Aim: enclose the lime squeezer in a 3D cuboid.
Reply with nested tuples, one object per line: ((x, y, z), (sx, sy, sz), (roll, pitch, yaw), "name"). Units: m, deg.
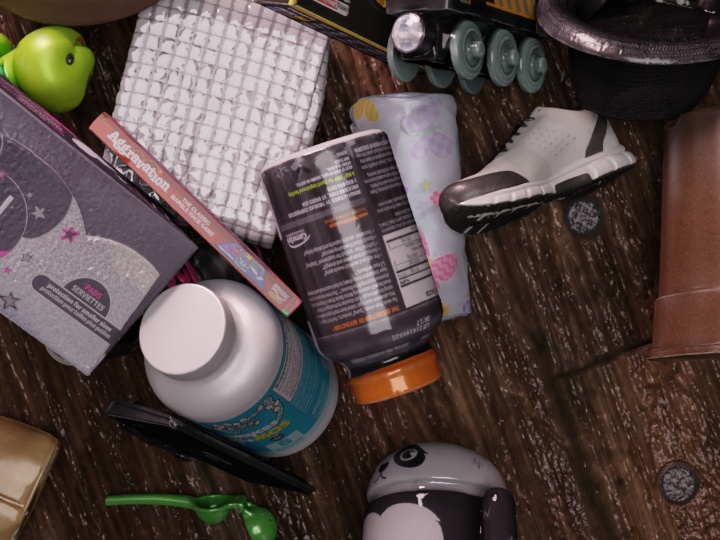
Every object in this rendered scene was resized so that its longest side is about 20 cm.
((-0.117, 0.220, 1.176), (0.200, 0.038, 0.071), (31, 121, -4), "lime squeezer")

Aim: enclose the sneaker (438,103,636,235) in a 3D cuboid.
((0.137, -0.088, 1.139), (0.200, 0.074, 0.080), (-20, 82, -35), "sneaker")

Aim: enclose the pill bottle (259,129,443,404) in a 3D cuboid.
((0.000, 0.000, 1.063), (0.106, 0.106, 0.201), (-18, 91, -3), "pill bottle")

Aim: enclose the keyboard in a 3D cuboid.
((-0.132, 0.140, 1.105), (0.127, 0.200, 0.021), (5, 69, 34), "keyboard")

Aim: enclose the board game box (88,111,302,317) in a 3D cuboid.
((-0.125, -0.043, 1.047), (0.200, 0.103, 0.019), (44, 87, -8), "board game box")

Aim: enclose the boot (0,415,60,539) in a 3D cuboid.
((-0.376, 0.183, 1.139), (0.200, 0.066, 0.176), (24, 90, -5), "boot")

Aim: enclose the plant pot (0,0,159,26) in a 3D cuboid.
((-0.224, -0.317, 1.045), (0.200, 0.175, 0.201), (-1, 61, 2), "plant pot")

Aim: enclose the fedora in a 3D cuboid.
((0.238, -0.179, 1.131), (0.200, 0.201, 0.092), (0, 123, -3), "fedora")

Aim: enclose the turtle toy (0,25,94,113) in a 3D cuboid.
((-0.299, -0.123, 1.085), (0.200, 0.146, 0.101), (-45, 66, -1), "turtle toy")

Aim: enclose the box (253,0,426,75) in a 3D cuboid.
((0.015, -0.259, 1.096), (0.049, 0.200, 0.160), (14, 89, 39), "box")

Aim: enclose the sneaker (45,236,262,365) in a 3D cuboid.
((-0.174, 0.027, 1.135), (0.199, 0.087, 0.074), (-22, 92, -3), "sneaker")

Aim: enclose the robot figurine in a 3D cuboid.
((0.059, 0.238, 1.112), (0.150, 0.125, 0.201), (-3, 61, 12), "robot figurine")

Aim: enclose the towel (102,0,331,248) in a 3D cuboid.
((-0.118, -0.131, 1.138), (0.165, 0.086, 0.201), (13, 91, -7), "towel")

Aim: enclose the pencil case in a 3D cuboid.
((0.042, -0.052, 1.148), (0.090, 0.083, 0.201), (-5, 92, 1), "pencil case")

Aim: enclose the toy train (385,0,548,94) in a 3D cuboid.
((0.089, -0.204, 1.102), (0.085, 0.200, 0.114), (4, 93, 34), "toy train")

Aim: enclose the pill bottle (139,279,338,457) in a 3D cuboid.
((-0.098, 0.074, 1.075), (0.110, 0.200, 0.111), (-7, 68, 18), "pill bottle")

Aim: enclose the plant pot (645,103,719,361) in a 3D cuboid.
((0.327, -0.029, 1.119), (0.200, 0.200, 0.199), (-3, 84, -3), "plant pot")

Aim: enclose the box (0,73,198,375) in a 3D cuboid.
((-0.242, -0.040, 1.003), (0.200, 0.115, 0.132), (41, 90, -23), "box")
